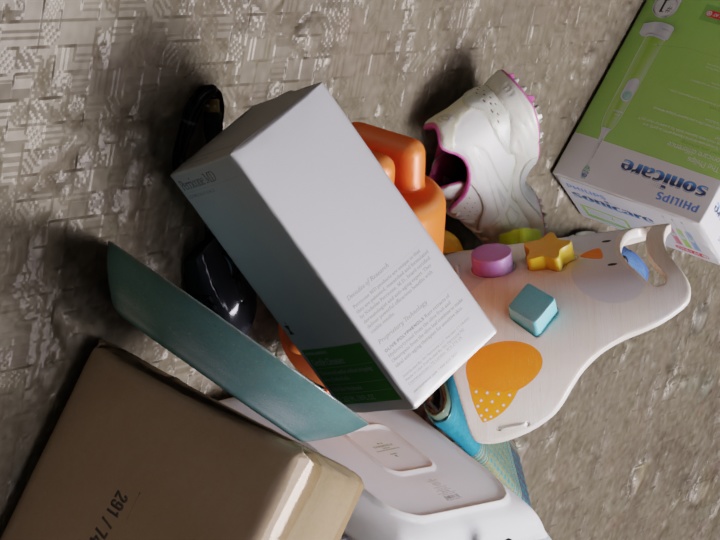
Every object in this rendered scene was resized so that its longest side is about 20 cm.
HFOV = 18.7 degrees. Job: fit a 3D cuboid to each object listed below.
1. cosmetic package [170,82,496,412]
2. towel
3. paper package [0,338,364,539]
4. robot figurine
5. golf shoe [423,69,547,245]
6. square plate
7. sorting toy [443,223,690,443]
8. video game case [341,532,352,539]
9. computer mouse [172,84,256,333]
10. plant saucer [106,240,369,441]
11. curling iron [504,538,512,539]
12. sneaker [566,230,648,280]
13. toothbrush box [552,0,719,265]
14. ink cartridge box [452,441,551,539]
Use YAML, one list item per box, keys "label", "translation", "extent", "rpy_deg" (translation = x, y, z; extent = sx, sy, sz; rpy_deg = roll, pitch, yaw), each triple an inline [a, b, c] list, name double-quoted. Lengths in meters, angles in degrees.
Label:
- label: "cosmetic package"
  translation: [-0.017, -0.012, 1.400]
  extent: [0.085, 0.108, 0.200]
  rpy_deg: [-42, 102, -23]
- label: "towel"
  translation: [0.082, 0.093, 1.715]
  extent: [0.200, 0.022, 0.147]
  rpy_deg: [51, 23, -54]
- label: "paper package"
  translation: [-0.123, 0.176, 1.396]
  extent: [0.103, 0.191, 0.200]
  rpy_deg: [32, 84, -56]
- label: "robot figurine"
  translation: [0.001, 0.000, 1.540]
  extent: [0.144, 0.117, 0.200]
  rpy_deg: [-100, -167, -65]
- label: "golf shoe"
  translation: [0.092, -0.061, 1.691]
  extent: [0.091, 0.075, 0.200]
  rpy_deg: [-24, 133, -18]
- label: "square plate"
  translation: [0.016, 0.137, 1.563]
  extent: [0.200, 0.198, 0.028]
  rpy_deg: [-3, 123, -54]
- label: "sorting toy"
  translation: [0.151, 0.015, 1.624]
  extent: [0.200, 0.180, 0.107]
  rpy_deg: [-93, 166, -63]
- label: "video game case"
  translation: [-0.040, 0.263, 1.477]
  extent: [0.200, 0.022, 0.182]
  rpy_deg: [-105, -148, -81]
- label: "computer mouse"
  translation: [-0.093, -0.030, 1.465]
  extent: [0.059, 0.034, 0.200]
  rpy_deg: [-35, 134, -39]
- label: "plant saucer"
  translation: [-0.086, 0.053, 1.376]
  extent: [0.036, 0.200, 0.200]
  rpy_deg: [-56, 145, -4]
- label: "curling iron"
  translation: [0.034, 0.254, 1.529]
  extent: [0.200, 0.050, 0.026]
  rpy_deg: [-41, 139, 8]
- label: "sneaker"
  translation: [0.192, 0.014, 1.840]
  extent: [0.200, 0.089, 0.079]
  rpy_deg: [-3, 112, -54]
- label: "toothbrush box"
  translation: [0.277, -0.126, 1.832]
  extent: [0.200, 0.146, 0.086]
  rpy_deg: [-60, 146, -13]
- label: "ink cartridge box"
  translation: [0.106, 0.194, 1.756]
  extent: [0.047, 0.160, 0.200]
  rpy_deg: [-37, 144, 1]
